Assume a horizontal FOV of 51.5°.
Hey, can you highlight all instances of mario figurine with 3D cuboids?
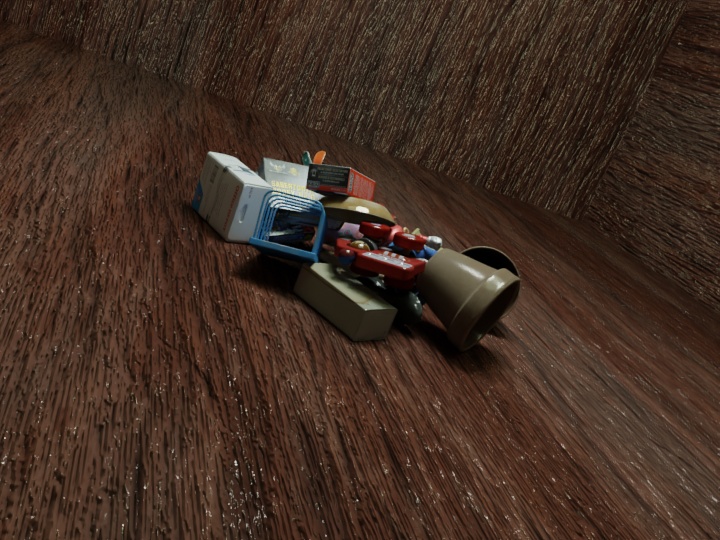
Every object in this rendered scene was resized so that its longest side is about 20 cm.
[{"bbox_3d":[0.121,-0.033,1.767,0.200,0.124,0.106,27,-16,-39],"label":"mario figurine"}]

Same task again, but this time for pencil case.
[{"bbox_3d":[-0.010,-0.080,1.847,0.200,0.088,0.087,19,14,27],"label":"pencil case"}]

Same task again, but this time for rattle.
[{"bbox_3d":[-0.137,-0.221,2.010,0.130,0.200,0.143,23,13,7],"label":"rattle"}]

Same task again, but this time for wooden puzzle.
[{"bbox_3d":[0.000,0.000,1.814,0.200,0.037,0.185,26,15,28],"label":"wooden puzzle"}]

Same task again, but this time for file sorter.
[{"bbox_3d":[-0.146,-0.087,1.610,0.138,0.123,0.200,15,-5,1],"label":"file sorter"}]

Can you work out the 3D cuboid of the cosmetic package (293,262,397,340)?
[{"bbox_3d":[-0.034,0.061,1.523,0.200,0.073,0.103,34,21,36],"label":"cosmetic package"}]

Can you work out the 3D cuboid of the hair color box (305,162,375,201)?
[{"bbox_3d":[-0.042,-0.195,1.700,0.101,0.061,0.200,9,0,18],"label":"hair color box"}]

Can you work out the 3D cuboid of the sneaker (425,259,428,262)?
[{"bbox_3d":[0.149,0.001,1.889,0.200,0.078,0.116,19,17,-38],"label":"sneaker"}]

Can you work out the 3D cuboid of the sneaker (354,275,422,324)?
[{"bbox_3d":[0.044,0.069,1.618,0.200,0.076,0.091,23,21,36],"label":"sneaker"}]

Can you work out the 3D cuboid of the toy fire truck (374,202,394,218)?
[{"bbox_3d":[-0.004,-0.110,2.037,0.168,0.112,0.200,-4,24,-16],"label":"toy fire truck"}]

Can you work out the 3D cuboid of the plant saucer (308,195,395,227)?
[{"bbox_3d":[-0.016,-0.136,1.687,0.200,0.036,0.200,10,-5,1],"label":"plant saucer"}]

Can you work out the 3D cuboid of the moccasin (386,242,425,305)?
[{"bbox_3d":[0.113,0.020,1.700,0.068,0.080,0.200,26,-23,43],"label":"moccasin"}]

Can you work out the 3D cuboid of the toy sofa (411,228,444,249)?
[{"bbox_3d":[0.214,-0.026,2.101,0.200,0.098,0.083,28,43,16],"label":"toy sofa"}]

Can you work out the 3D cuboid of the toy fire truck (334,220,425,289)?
[{"bbox_3d":[0.034,-0.030,1.556,0.200,0.112,0.168,19,13,20],"label":"toy fire truck"}]

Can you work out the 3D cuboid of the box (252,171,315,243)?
[{"bbox_3d":[-0.206,-0.156,1.813,0.137,0.040,0.200,-7,59,-29],"label":"box"}]

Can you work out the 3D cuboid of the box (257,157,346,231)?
[{"bbox_3d":[-0.143,-0.183,1.804,0.200,0.048,0.159,9,51,-26],"label":"box"}]

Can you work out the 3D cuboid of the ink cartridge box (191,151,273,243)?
[{"bbox_3d":[-0.305,-0.172,1.754,0.086,0.147,0.200,5,24,-43],"label":"ink cartridge box"}]

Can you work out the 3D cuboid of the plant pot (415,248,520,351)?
[{"bbox_3d":[0.217,0.048,1.619,0.175,0.200,0.200,39,22,21],"label":"plant pot"}]

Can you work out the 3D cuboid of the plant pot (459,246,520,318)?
[{"bbox_3d":[0.291,0.031,1.879,0.187,0.187,0.200,22,3,0],"label":"plant pot"}]

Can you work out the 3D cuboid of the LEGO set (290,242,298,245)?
[{"bbox_3d":[-0.198,-0.158,1.896,0.200,0.116,0.154,28,18,18],"label":"LEGO set"}]
